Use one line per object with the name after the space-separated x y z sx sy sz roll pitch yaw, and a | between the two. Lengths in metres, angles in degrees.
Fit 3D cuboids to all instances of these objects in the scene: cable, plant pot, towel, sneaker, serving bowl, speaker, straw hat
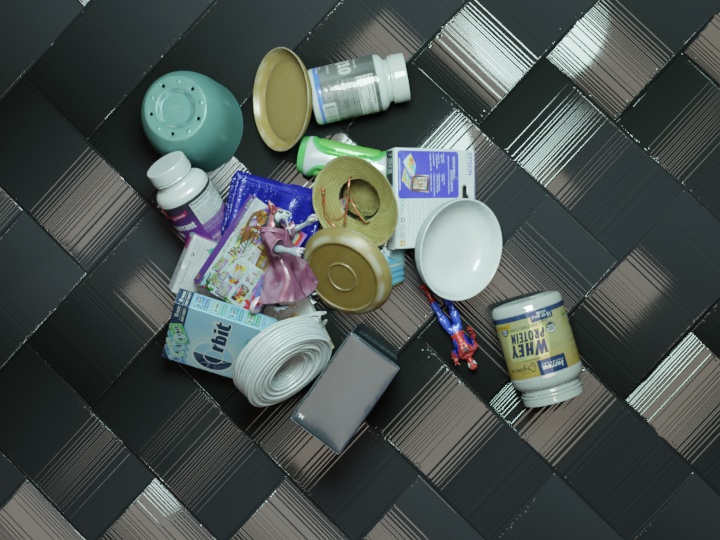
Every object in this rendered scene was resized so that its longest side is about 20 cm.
-0.148 0.177 1.453 0.069 0.199 0.201 46 124 30 | cable
-0.033 0.008 1.507 0.198 0.028 0.202 14 125 20 | plant pot
-0.174 -0.109 1.519 0.198 0.049 0.150 12 88 -30 | towel
-0.351 -0.309 1.526 0.198 0.161 0.204 0 89 3 | plant pot
0.000 0.000 1.540 0.197 0.080 0.132 -6 87 4 | sneaker
0.185 -0.044 1.497 0.198 0.066 0.203 -6 102 -28 | serving bowl
-0.027 -0.218 1.543 0.197 0.088 0.090 12 89 4 | speaker
-0.153 -0.343 1.517 0.027 0.199 0.203 -8 87 -40 | plant pot
0.007 -0.145 1.473 0.199 0.085 0.203 17 123 28 | straw hat

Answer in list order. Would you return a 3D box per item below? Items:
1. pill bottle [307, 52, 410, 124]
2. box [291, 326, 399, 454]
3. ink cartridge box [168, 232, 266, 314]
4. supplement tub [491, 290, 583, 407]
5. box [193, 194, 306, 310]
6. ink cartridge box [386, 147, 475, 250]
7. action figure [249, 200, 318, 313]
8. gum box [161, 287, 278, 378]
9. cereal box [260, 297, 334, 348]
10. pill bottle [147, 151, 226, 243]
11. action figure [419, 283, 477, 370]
-0.003 -0.372 1.531 0.197 0.114 0.115 -12 88 3 | pill bottle
-0.024 0.228 1.476 0.123 0.198 0.201 35 91 3 | box
-0.268 0.015 1.502 0.198 0.042 0.121 22 94 -28 | ink cartridge box
0.352 0.154 1.484 0.143 0.144 0.202 -17 88 3 | supplement tub
-0.214 -0.026 1.473 0.136 0.039 0.201 36 86 -31 | box
0.144 -0.145 1.527 0.198 0.043 0.201 -3 95 -28 | ink cartridge box
-0.153 -0.034 1.444 0.147 0.134 0.202 -12 103 19 | action figure
-0.280 0.134 1.492 0.198 0.045 0.171 18 132 -8 | gum box
-0.161 0.106 1.565 0.143 0.040 0.202 -28 87 4 | cereal box
-0.334 -0.131 1.500 0.111 0.112 0.201 -28 123 2 | pill bottle
0.187 0.112 1.521 0.065 0.099 0.202 -27 90 3 | action figure
